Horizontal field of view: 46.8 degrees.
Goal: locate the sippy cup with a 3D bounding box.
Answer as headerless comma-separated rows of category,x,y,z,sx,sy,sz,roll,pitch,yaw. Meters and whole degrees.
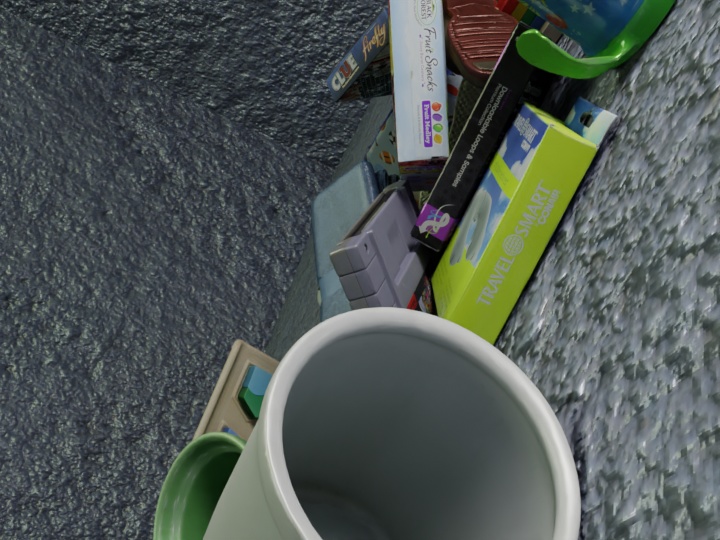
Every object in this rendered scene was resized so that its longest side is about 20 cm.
sippy cup,0.168,-0.244,0.634,0.179,0.129,0.140,-76,12,-51

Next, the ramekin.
ramekin,-0.129,0.282,0.904,0.199,0.097,0.202,-16,66,41

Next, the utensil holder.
utensil holder,0.001,0.149,0.469,0.171,0.168,0.201,-73,8,-46

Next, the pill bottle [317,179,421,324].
pill bottle,0.017,0.003,0.938,0.116,0.115,0.202,169,118,-81

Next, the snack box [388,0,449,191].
snack box,0.056,-0.189,0.806,0.142,0.052,0.203,43,-135,-82

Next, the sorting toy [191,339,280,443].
sorting toy,-0.115,0.211,1.047,0.036,0.199,0.187,-4,57,49

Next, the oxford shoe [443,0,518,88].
oxford shoe,0.117,-0.225,0.841,0.201,0.070,0.075,-91,2,-51

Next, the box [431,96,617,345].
box,0.122,-0.048,0.665,0.122,0.047,0.202,-88,23,-71

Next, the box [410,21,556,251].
box,0.121,-0.119,0.762,0.202,0.036,0.143,-65,-14,16

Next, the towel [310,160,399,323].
towel,0.000,0.000,0.840,0.111,0.048,0.202,-30,58,40

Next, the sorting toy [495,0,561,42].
sorting toy,0.209,-0.346,0.884,0.200,0.069,0.200,123,168,-52

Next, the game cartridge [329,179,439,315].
game cartridge,0.036,0.007,0.724,0.038,0.131,0.200,-21,14,21

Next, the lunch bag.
lunch bag,0.091,-0.188,1.067,0.160,0.076,0.200,-40,-3,-26

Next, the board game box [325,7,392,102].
board game box,0.070,-0.262,0.999,0.199,0.035,0.135,-17,-14,-39

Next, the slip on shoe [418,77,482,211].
slip on shoe,0.117,-0.117,0.890,0.061,0.073,0.202,30,-104,-63
